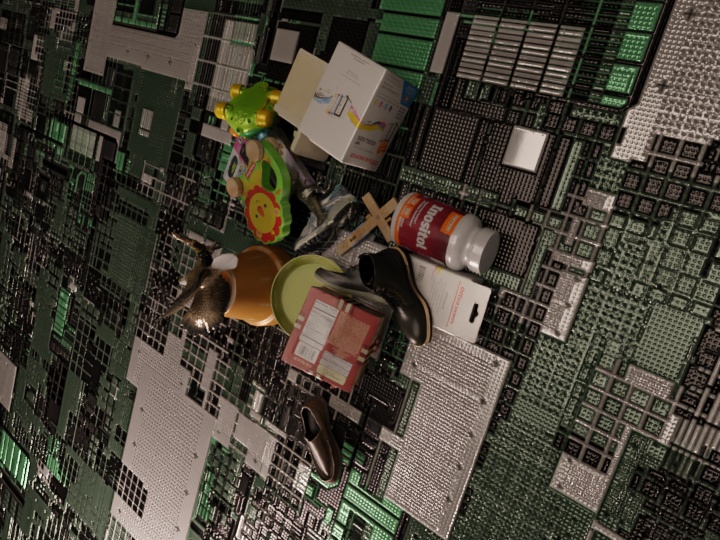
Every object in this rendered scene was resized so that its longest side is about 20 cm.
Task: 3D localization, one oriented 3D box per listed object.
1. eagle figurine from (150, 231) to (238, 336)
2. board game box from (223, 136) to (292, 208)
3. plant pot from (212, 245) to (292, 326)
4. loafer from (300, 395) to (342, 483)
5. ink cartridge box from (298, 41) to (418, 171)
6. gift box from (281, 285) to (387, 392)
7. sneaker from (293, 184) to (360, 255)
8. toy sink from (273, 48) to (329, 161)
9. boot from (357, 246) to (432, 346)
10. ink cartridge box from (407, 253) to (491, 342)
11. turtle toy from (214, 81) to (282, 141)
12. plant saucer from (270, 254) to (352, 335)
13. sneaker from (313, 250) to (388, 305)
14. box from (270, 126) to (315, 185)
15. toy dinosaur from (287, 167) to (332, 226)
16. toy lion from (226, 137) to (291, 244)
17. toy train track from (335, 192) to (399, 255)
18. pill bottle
[{"bbox_3d":[-0.357,0.039,1.151,0.151,0.149,0.204,153,126,-66],"label":"eagle figurine"},{"bbox_3d":[-0.255,-0.225,1.324,0.201,0.064,0.148,53,133,21],"label":"board game box"},{"bbox_3d":[-0.280,0.037,1.289,0.197,0.182,0.205,0,90,33],"label":"plant pot"},{"bbox_3d":[-0.102,0.400,1.239,0.072,0.071,0.204,-24,77,31],"label":"loafer"},{"bbox_3d":[-0.005,-0.340,1.129,0.144,0.146,0.202,39,110,26],"label":"ink cartridge box"},{"bbox_3d":[-0.061,0.147,1.118,0.182,0.187,0.203,29,91,7],"label":"gift box"},{"bbox_3d":[-0.086,-0.115,1.238,0.199,0.077,0.087,-41,57,19],"label":"sneaker"},{"bbox_3d":[-0.110,-0.373,1.209,0.111,0.129,0.203,37,110,27],"label":"toy sink"},{"bbox_3d":[0.059,0.057,1.014,0.077,0.137,0.203,-27,79,32],"label":"boot"},{"bbox_3d":[0.169,0.052,1.062,0.198,0.067,0.119,24,105,32],"label":"ink cartridge box"},{"bbox_3d":[-0.246,-0.383,1.271,0.143,0.102,0.202,14,53,14],"label":"turtle toy"},{"bbox_3d":[-0.112,0.065,1.236,0.195,0.031,0.205,0,91,9],"label":"plant saucer"},{"bbox_3d":[0.000,0.000,1.162,0.196,0.075,0.108,16,93,9],"label":"sneaker"},{"bbox_3d":[-0.172,-0.270,1.303,0.039,0.041,0.202,-41,68,26],"label":"box"},{"bbox_3d":[-0.110,-0.182,1.206,0.087,0.048,0.201,-35,59,-8],"label":"toy dinosaur"},{"bbox_3d":[-0.216,-0.169,1.213,0.193,0.068,0.200,55,133,12],"label":"toy lion"},{"bbox_3d":[0.019,-0.096,1.186,0.199,0.032,0.116,-37,77,34],"label":"toy train track"},{"bbox_3d":[0.165,-0.071,1.038,0.198,0.112,0.115,26,104,30],"label":"pill bottle"}]
